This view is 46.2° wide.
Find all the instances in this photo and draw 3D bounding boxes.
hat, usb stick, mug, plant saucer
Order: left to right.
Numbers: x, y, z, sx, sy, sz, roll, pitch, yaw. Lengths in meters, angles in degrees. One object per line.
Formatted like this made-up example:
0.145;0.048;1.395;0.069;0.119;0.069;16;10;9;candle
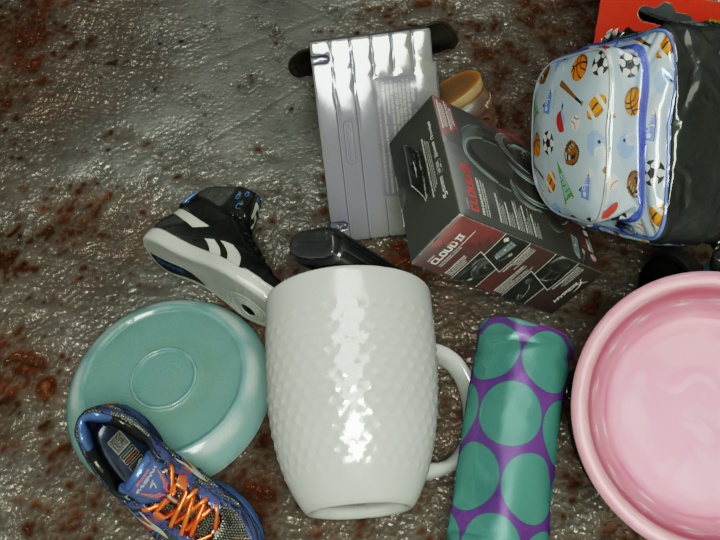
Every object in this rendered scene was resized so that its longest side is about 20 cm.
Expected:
-0.181;0.106;0.788;0.195;0.028;0.203;-3;54;3;plant saucer
0.000;0.000;0.753;0.054;0.199;0.033;2;79;24;usb stick
0.020;-0.214;0.957;0.196;0.201;0.083;-11;90;-3;hat
0.017;0.111;0.708;0.196;0.147;0.179;9;64;-26;mug
0.253;0.105;0.618;0.196;0.051;0.205;-3;76;11;plant saucer

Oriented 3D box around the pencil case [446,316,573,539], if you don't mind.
0.121;0.142;0.681;0.083;0.093;0.204;1;64;25;pencil case

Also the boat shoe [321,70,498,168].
0.055;-0.138;0.918;0.197;0.071;0.071;-24;39;13;boat shoe

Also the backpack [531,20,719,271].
0.229;-0.113;0.726;0.150;0.190;0.205;4;97;-9;backpack

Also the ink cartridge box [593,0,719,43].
0.268;-0.164;0.822;0.049;0.204;0.161;-17;33;-34;ink cartridge box

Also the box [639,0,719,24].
0.368;-0.309;0.983;0.198;0.052;0.157;30;21;24;box

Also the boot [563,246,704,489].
0.246;0.079;0.739;0.154;0.080;0.214;-10;54;-3;boot

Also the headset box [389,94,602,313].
0.117;-0.063;0.794;0.197;0.077;0.151;20;45;-31;headset box

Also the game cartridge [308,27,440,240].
0.021;-0.136;0.860;0.127;0.205;0.038;-7;15;-5;game cartridge

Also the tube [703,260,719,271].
0.273;0.089;0.668;0.076;0.051;0.203;17;70;19;tube

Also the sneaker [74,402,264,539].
-0.162;0.180;0.683;0.198;0.079;0.076;33;77;12;sneaker

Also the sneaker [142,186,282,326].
-0.116;-0.027;0.850;0.197;0.074;0.112;27;61;24;sneaker
